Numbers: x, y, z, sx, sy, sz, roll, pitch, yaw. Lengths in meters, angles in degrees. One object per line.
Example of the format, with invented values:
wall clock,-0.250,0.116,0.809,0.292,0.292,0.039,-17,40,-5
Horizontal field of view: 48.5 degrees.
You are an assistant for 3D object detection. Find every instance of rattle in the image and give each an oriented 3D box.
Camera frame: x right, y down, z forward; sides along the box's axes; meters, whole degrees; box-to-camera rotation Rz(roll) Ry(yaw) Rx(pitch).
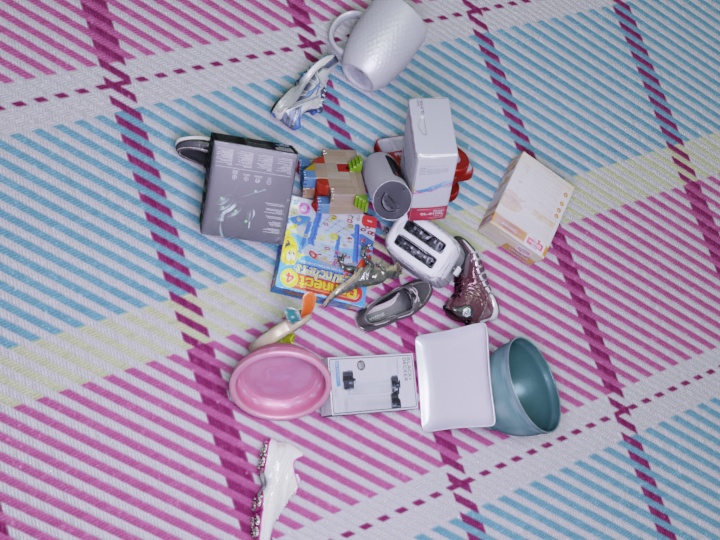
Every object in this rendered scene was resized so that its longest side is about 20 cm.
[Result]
rattle,-0.121,0.144,1.541,0.129,0.199,0.146,-5,70,-46

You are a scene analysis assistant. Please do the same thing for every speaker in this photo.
speaker,0.051,-0.173,1.620,0.079,0.201,0.083,-2,114,-5

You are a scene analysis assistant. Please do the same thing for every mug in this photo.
mug,0.021,-0.506,1.781,0.198,0.148,0.177,32,76,13

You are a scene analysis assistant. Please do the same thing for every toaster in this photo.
toaster,0.128,-0.051,1.684,0.198,0.129,0.115,36,90,8

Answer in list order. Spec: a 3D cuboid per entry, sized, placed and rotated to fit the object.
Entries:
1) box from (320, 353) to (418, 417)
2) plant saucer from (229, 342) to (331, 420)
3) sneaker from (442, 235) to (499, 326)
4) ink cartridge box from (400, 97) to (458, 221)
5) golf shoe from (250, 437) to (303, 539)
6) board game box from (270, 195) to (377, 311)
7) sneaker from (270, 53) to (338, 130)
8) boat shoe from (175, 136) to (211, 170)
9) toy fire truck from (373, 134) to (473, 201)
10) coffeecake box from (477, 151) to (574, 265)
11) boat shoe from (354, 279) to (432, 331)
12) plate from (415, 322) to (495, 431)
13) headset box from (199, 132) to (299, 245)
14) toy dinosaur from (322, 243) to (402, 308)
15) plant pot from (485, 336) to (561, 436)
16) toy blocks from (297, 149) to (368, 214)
box,0.016,0.232,1.628,0.196,0.060,0.120,1,77,-26
plant saucer,-0.154,0.209,1.541,0.196,0.203,0.051,10,41,-15
sneaker,0.217,0.033,1.747,0.114,0.076,0.203,-24,86,-18
ink cartridge box,0.132,-0.216,1.570,0.081,0.201,0.149,-2,59,-4
golf shoe,-0.158,0.429,1.535,0.090,0.075,0.205,12,75,-18
board game box,-0.075,-0.034,1.677,0.196,0.056,0.200,13,73,-15
sneaker,-0.108,-0.386,1.749,0.085,0.077,0.201,44,76,-14
boat shoe,-0.285,-0.223,1.649,0.196,0.074,0.062,13,68,-23
toy fire truck,0.144,-0.242,1.777,0.196,0.113,0.170,-13,60,-17
coffeecake box,0.382,-0.142,1.839,0.152,0.073,0.203,32,70,-8
boat shoe,0.080,0.074,1.701,0.197,0.057,0.068,-26,86,-21
plate,0.198,0.222,1.644,0.032,0.198,0.205,7,74,-42
headset box,-0.226,-0.156,1.599,0.170,0.093,0.205,6,106,-16
toy dinosaur,0.000,0.000,1.640,0.197,0.047,0.090,-21,92,-20
plant pot,0.310,0.257,1.670,0.199,0.133,0.204,33,44,-38
toy blocks,-0.067,-0.187,1.671,0.133,0.101,0.202,0,45,-13
